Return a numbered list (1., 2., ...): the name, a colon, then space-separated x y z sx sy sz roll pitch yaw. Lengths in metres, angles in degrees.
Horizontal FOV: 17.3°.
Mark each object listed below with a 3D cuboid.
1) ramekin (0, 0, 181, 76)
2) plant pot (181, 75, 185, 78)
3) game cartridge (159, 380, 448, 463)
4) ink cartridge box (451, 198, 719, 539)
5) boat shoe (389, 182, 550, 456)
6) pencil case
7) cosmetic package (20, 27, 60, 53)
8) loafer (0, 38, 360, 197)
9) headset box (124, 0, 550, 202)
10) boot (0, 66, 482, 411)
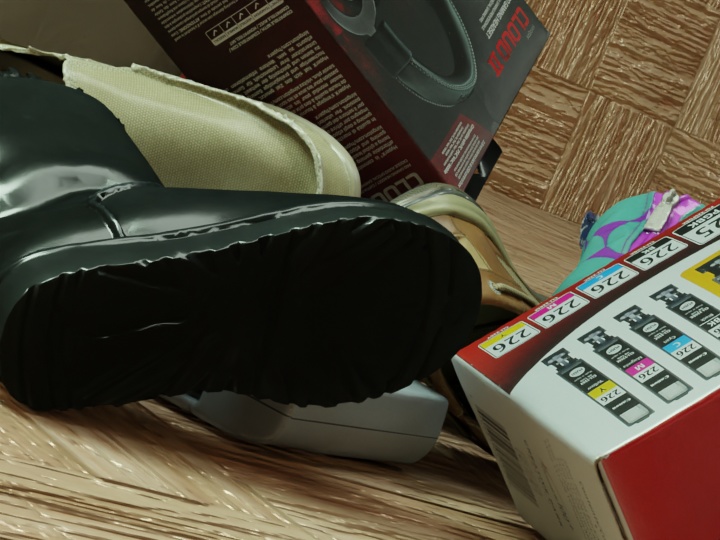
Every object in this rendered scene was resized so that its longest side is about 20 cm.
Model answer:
1. ramekin: -0.180 -0.131 1.043 0.198 0.106 0.200 -7 -22 -3
2. plant pot: -0.200 -0.165 1.467 0.199 0.201 0.176 18 -4 -43
3. game cartridge: -0.068 0.023 0.939 0.199 0.041 0.133 27 10 32
4. ink cartridge box: 0.162 0.039 0.856 0.084 0.199 0.175 65 -12 -22
5. boat shoe: 0.062 0.046 0.984 0.200 0.076 0.074 43 12 -44
6. pencil case: 0.129 0.024 1.163 0.084 0.093 0.200 12 22 13
7. cosmetic package: -0.208 -0.111 1.199 0.199 0.072 0.105 12 -3 16
8. loafer: -0.098 -0.045 0.946 0.199 0.076 0.068 15 4 17
9. headset box: -0.009 -0.113 1.014 0.200 0.077 0.149 51 36 -15
10. boot: -0.075 -0.016 0.842 0.197 0.074 0.162 -5 28 -28
